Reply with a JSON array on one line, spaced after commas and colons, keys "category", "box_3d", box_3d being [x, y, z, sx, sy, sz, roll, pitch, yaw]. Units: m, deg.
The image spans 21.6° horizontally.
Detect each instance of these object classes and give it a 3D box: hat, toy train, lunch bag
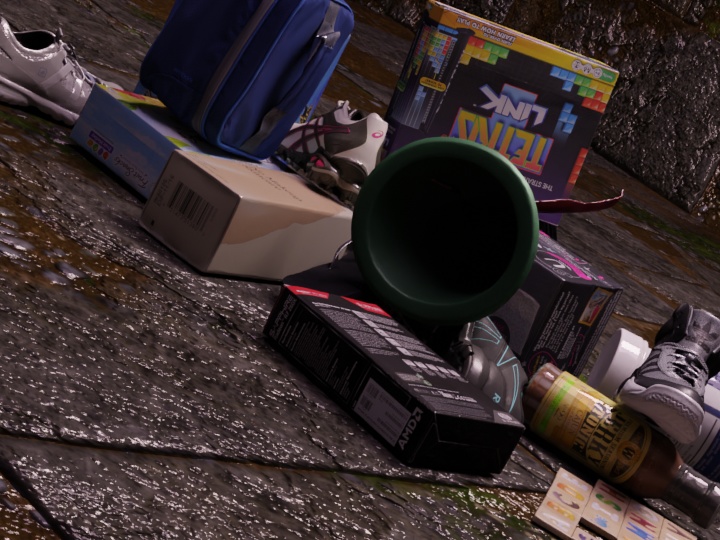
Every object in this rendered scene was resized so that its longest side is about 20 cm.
[{"category": "hat", "box_3d": [0.111, -0.027, 1.741, 0.199, 0.167, 0.176, 16, 2, 19]}, {"category": "toy train", "box_3d": [0.015, 0.034, 1.759, 0.046, 0.034, 0.200, 18, 15, -26]}, {"category": "lunch bag", "box_3d": [-0.096, -0.212, 1.799, 0.132, 0.201, 0.136, 37, 10, 20]}]

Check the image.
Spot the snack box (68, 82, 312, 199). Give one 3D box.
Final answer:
[{"category": "snack box", "box_3d": [-0.157, -0.102, 1.846, 0.168, 0.068, 0.199, 37, 16, 32]}]

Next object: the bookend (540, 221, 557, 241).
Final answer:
[{"category": "bookend", "box_3d": [0.114, -0.042, 2.089, 0.199, 0.200, 0.092, -33, 48, -24]}]

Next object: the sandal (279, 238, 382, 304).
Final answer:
[{"category": "sandal", "box_3d": [0.000, 0.000, 1.732, 0.076, 0.043, 0.200, 21, 21, 22]}]

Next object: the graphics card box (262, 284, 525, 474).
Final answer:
[{"category": "graphics card box", "box_3d": [0.026, 0.088, 1.532, 0.125, 0.051, 0.200, 14, 18, -49]}]

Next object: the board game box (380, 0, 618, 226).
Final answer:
[{"category": "board game box", "box_3d": [0.130, -0.152, 1.841, 0.199, 0.167, 0.057, 16, 11, -20]}]

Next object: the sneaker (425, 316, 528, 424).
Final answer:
[{"category": "sneaker", "box_3d": [0.103, 0.088, 1.687, 0.079, 0.076, 0.200, 35, 20, -13]}]

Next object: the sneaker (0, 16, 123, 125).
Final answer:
[{"category": "sneaker", "box_3d": [-0.301, -0.197, 1.873, 0.075, 0.082, 0.199, 38, 15, 37]}]

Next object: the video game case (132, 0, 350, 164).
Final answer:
[{"category": "video game case", "box_3d": [-0.133, -0.203, 1.989, 0.181, 0.201, 0.045, 31, 15, 15]}]

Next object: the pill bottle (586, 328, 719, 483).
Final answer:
[{"category": "pill bottle", "box_3d": [0.321, 0.138, 1.832, 0.199, 0.112, 0.111, 28, 12, -2]}]

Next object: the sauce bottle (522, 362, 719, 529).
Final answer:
[{"category": "sauce bottle", "box_3d": [0.232, 0.157, 1.673, 0.199, 0.065, 0.065, 31, 13, 16]}]

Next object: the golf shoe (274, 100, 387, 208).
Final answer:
[{"category": "golf shoe", "box_3d": [-0.026, -0.123, 1.863, 0.077, 0.088, 0.200, 32, 1, -26]}]

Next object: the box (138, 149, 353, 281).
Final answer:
[{"category": "box", "box_3d": [-0.098, -0.045, 1.723, 0.095, 0.078, 0.200, 34, 14, 28]}]

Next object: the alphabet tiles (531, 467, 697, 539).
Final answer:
[{"category": "alphabet tiles", "box_3d": [0.226, 0.220, 1.543, 0.166, 0.008, 0.200, 30, 13, 8]}]

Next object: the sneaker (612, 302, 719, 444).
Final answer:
[{"category": "sneaker", "box_3d": [0.285, 0.087, 1.680, 0.075, 0.114, 0.200, 35, -3, 1]}]

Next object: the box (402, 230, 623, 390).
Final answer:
[{"category": "box", "box_3d": [0.128, 0.020, 1.833, 0.200, 0.133, 0.114, 37, 19, 36]}]
